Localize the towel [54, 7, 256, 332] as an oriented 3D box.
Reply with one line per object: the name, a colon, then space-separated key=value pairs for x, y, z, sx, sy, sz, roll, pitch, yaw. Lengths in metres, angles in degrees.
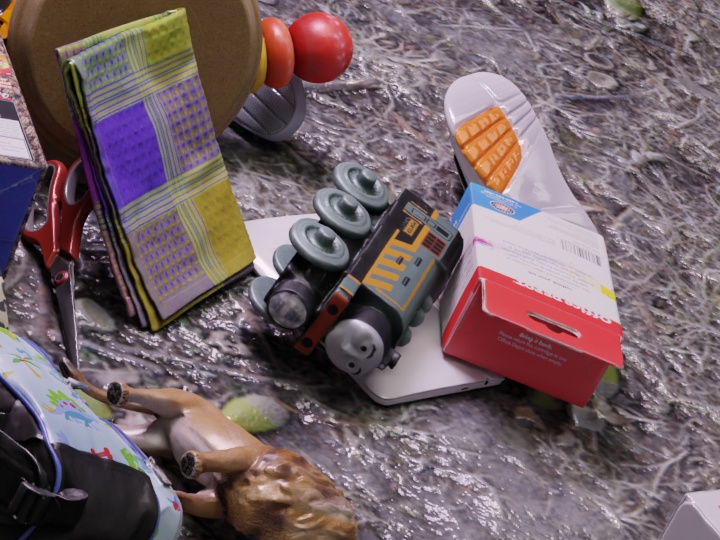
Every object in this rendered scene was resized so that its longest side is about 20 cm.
towel: x=-0.136 y=-0.071 z=1.773 sx=0.023 sy=0.200 sz=0.144 roll=-8 pitch=12 yaw=35

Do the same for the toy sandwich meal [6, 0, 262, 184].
toy sandwich meal: x=-0.164 y=-0.158 z=1.843 sx=0.205 sy=0.205 sz=0.070 roll=11 pitch=13 yaw=-23

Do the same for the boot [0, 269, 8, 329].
boot: x=-0.303 y=-0.018 z=1.586 sx=0.154 sy=0.073 sz=0.204 roll=2 pitch=68 yaw=-40

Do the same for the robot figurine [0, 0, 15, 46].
robot figurine: x=-0.255 y=-0.207 z=1.907 sx=0.145 sy=0.058 sz=0.200 roll=31 pitch=73 yaw=9

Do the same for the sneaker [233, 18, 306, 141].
sneaker: x=-0.095 y=-0.178 z=2.054 sx=0.200 sy=0.073 sz=0.071 roll=55 pitch=18 yaw=27

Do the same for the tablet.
tablet: x=0.002 y=0.023 z=1.861 sx=0.130 sy=0.014 sz=0.200 roll=-7 pitch=43 yaw=-44

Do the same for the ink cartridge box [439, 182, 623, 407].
ink cartridge box: x=0.121 y=0.025 z=1.876 sx=0.116 sy=0.067 sz=0.200 roll=22 pitch=26 yaw=-11

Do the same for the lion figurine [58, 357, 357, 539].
lion figurine: x=-0.093 y=0.113 z=1.592 sx=0.122 sy=0.072 sz=0.200 roll=5 pitch=31 yaw=-44

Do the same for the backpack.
backpack: x=-0.209 y=0.125 z=1.383 sx=0.147 sy=0.183 sz=0.200 roll=27 pitch=16 yaw=-49

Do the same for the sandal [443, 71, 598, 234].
sandal: x=0.120 y=-0.060 z=2.048 sx=0.079 sy=0.059 sz=0.207 roll=-17 pitch=69 yaw=-29

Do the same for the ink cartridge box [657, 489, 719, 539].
ink cartridge box: x=0.305 y=0.215 z=1.711 sx=0.200 sy=0.086 sz=0.148 roll=-3 pitch=40 yaw=-37

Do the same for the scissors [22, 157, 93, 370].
scissors: x=-0.204 y=0.001 z=1.733 sx=0.014 sy=0.073 sz=0.200 roll=47 pitch=35 yaw=-44

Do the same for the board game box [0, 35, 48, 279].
board game box: x=-0.316 y=-0.099 z=1.731 sx=0.159 sy=0.097 sz=0.200 roll=9 pitch=33 yaw=-27

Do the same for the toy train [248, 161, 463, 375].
toy train: x=0.000 y=0.000 z=1.807 sx=0.114 sy=0.085 sz=0.200 roll=35 pitch=30 yaw=-1

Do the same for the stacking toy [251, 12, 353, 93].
stacking toy: x=-0.101 y=-0.161 z=1.946 sx=0.200 sy=0.085 sz=0.085 roll=-9 pitch=40 yaw=-16
